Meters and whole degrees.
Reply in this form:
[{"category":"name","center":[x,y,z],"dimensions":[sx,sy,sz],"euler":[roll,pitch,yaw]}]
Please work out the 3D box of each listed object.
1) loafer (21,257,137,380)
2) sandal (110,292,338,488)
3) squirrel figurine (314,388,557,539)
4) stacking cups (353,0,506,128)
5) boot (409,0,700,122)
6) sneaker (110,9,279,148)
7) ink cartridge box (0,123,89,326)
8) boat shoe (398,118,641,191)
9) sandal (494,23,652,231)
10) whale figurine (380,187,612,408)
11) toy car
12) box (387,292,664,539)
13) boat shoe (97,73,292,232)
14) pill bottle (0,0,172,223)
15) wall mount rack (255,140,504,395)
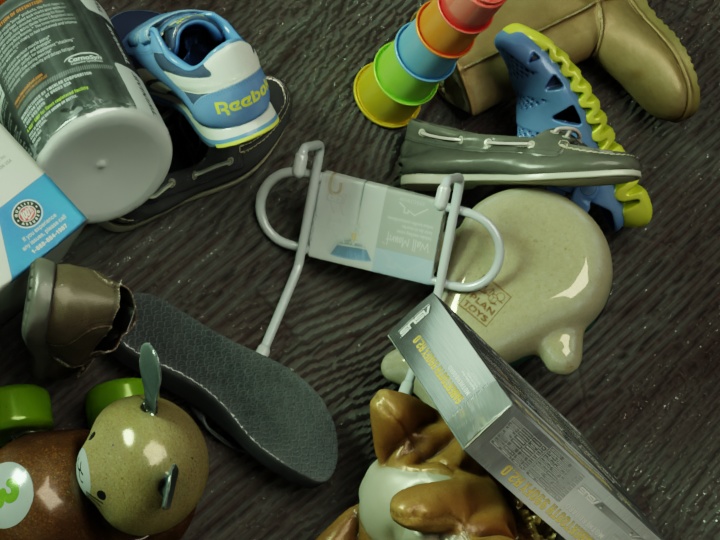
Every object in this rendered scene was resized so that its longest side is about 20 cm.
[{"category":"loafer","center":[-0.189,0.040,1.528],"dimensions":[0.071,0.200,0.073],"euler":[8,83,-2]},{"category":"sandal","center":[-0.100,0.088,1.638],"dimensions":[0.200,0.043,0.076],"euler":[37,48,-3]},{"category":"squirrel figurine","center":[0.091,0.202,1.582],"dimensions":[0.200,0.187,0.142],"euler":[21,101,-41]},{"category":"stacking cups","center":[0.054,-0.181,1.726],"dimensions":[0.060,0.200,0.061],"euler":[8,64,-18]},{"category":"boot","center":[0.162,-0.169,1.853],"dimensions":[0.199,0.066,0.176],"euler":[-24,73,-28]},{"category":"sneaker","center":[-0.132,-0.163,1.659],"dimensions":[0.074,0.083,0.200],"euler":[-33,40,-24]},{"category":"ink cartridge box","center":[-0.320,-0.041,1.533],"dimensions":[0.200,0.145,0.147],"euler":[48,58,2]},{"category":"boat shoe","center":[0.120,-0.094,1.734],"dimensions":[0.067,0.199,0.057],"euler":[8,82,-64]},{"category":"sandal","center":[0.156,-0.103,1.785],"dimensions":[0.087,0.079,0.201],"euler":[-31,105,-2]},{"category":"whale figurine","center":[0.107,0.033,1.730],"dimensions":[0.159,0.104,0.200],"euler":[38,80,18]},{"category":"toy car","center":[-0.166,0.134,1.492],"dimensions":[0.157,0.200,0.165],"euler":[-2,69,-25]},{"category":"box","center":[0.120,0.123,1.604],"dimensions":[0.048,0.159,0.200],"euler":[-43,125,7]},{"category":"boat shoe","center":[-0.120,-0.097,1.694],"dimensions":[0.200,0.063,0.073],"euler":[-35,85,-31]},{"category":"pill bottle","center":[-0.215,-0.135,1.617],"dimensions":[0.106,0.107,0.200],"euler":[-6,44,-25]},{"category":"wall mount rack","center":[0.000,0.000,1.671],"dimensions":[0.199,0.075,0.175],"euler":[14,101,15]}]
